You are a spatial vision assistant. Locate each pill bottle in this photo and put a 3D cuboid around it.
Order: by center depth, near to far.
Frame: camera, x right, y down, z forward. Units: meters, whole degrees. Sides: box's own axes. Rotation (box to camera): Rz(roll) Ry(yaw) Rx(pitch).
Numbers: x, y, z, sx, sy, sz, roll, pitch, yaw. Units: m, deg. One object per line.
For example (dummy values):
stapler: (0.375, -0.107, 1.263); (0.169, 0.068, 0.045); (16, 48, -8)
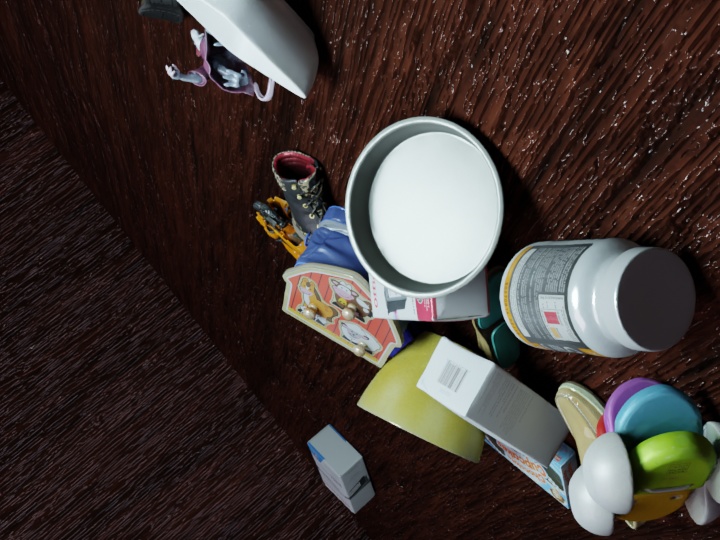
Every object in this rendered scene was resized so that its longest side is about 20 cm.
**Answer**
pill bottle: (0.233, 0.027, 1.035); (0.117, 0.116, 0.199); (56, 162, -13)

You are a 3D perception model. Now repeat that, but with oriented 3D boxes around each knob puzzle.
knob puzzle: (-0.028, 0.060, 1.455); (0.217, 0.031, 0.221); (25, 150, 15)

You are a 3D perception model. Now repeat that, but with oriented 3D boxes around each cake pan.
cake pan: (0.075, -0.071, 1.175); (0.200, 0.201, 0.037); (45, -159, 19)

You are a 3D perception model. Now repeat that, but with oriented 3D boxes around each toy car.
toy car: (0.317, 0.196, 1.130); (0.201, 0.171, 0.153); (88, 177, -62)

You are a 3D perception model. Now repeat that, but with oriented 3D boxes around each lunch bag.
lunch bag: (0.000, 0.000, 1.505); (0.197, 0.133, 0.137); (27, 151, 11)

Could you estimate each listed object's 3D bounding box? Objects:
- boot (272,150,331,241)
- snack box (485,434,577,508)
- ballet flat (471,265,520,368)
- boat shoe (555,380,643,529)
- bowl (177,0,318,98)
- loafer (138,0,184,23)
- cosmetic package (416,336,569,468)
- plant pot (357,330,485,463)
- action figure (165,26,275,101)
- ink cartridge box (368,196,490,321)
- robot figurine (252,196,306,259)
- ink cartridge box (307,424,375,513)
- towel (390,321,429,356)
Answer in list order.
boot: (-0.062, -0.093, 1.622); (0.200, 0.073, 0.152); (42, 160, 44)
snack box: (0.248, 0.262, 1.569); (0.199, 0.037, 0.117); (36, 156, 41)
ballet flat: (0.164, 0.055, 1.341); (0.063, 0.068, 0.202); (43, 160, 38)
boat shoe: (0.307, 0.236, 1.312); (0.201, 0.076, 0.072); (51, 162, 5)
bowl: (-0.146, -0.324, 1.311); (0.199, 0.075, 0.199); (36, 179, 41)
loafer: (-0.300, -0.433, 1.595); (0.200, 0.072, 0.073); (-177, 95, -75)
cosmetic package: (0.183, 0.180, 1.392); (0.199, 0.082, 0.112); (33, 176, -39)
plant pot: (0.112, 0.175, 1.526); (0.197, 0.144, 0.200); (25, 175, 2)
action figure: (-0.203, -0.333, 1.526); (0.146, 0.137, 0.200); (13, -171, -19)
ink cartridge box: (0.080, -0.013, 1.302); (0.199, 0.084, 0.151); (175, 90, -68)
robot figurine: (-0.105, -0.056, 1.794); (0.199, 0.058, 0.146); (39, 168, 35)
ink cartridge box: (-0.049, 0.524, 2.724); (0.144, 0.084, 0.202); (39, 157, 37)
towel: (0.058, 0.095, 1.720); (0.148, 0.050, 0.199); (53, 163, -26)
